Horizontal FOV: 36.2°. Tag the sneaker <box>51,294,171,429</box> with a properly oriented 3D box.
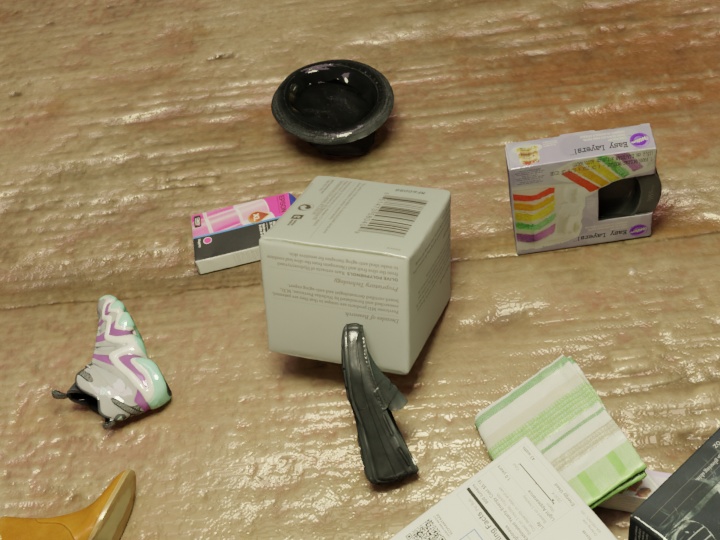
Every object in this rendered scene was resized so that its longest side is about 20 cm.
[{"bbox_3d":[-0.355,0.127,1.488,0.140,0.078,0.200,-28,51,-13],"label":"sneaker"}]

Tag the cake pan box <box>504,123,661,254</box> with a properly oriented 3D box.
[{"bbox_3d":[0.298,-0.106,1.475,0.199,0.184,0.052,-7,54,5],"label":"cake pan box"}]

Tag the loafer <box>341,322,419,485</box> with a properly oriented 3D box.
[{"bbox_3d":[0.022,0.158,1.332,0.070,0.201,0.068,-13,5,3],"label":"loafer"}]

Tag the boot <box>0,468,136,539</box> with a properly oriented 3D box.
[{"bbox_3d":[-0.373,0.315,1.340,0.143,0.071,0.202,14,60,18],"label":"boot"}]

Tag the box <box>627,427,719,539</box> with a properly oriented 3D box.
[{"bbox_3d":[0.409,0.275,1.116,0.200,0.124,0.196,-37,52,-23],"label":"box"}]

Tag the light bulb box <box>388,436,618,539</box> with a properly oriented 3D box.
[{"bbox_3d":[0.160,0.317,1.124,0.200,0.125,0.198,-35,47,-5],"label":"light bulb box"}]

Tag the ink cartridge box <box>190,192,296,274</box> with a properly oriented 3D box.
[{"bbox_3d":[-0.149,-0.060,1.630,0.199,0.037,0.095,-12,50,-1],"label":"ink cartridge box"}]

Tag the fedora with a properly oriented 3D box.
[{"bbox_3d":[-0.038,-0.239,1.714,0.200,0.092,0.201,-6,50,7],"label":"fedora"}]

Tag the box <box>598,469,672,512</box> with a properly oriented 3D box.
[{"bbox_3d":[0.336,0.256,1.262,0.199,0.042,0.039,6,52,17],"label":"box"}]

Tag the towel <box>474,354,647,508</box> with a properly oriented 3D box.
[{"bbox_3d":[0.231,0.206,1.294,0.149,0.031,0.200,-36,40,7],"label":"towel"}]

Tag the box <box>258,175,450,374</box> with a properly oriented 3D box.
[{"bbox_3d":[0.000,0.000,1.422,0.199,0.172,0.199,7,31,18],"label":"box"}]
